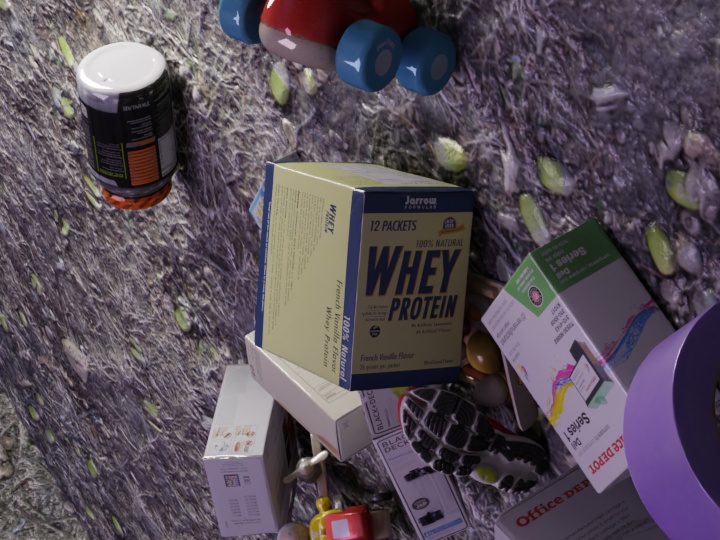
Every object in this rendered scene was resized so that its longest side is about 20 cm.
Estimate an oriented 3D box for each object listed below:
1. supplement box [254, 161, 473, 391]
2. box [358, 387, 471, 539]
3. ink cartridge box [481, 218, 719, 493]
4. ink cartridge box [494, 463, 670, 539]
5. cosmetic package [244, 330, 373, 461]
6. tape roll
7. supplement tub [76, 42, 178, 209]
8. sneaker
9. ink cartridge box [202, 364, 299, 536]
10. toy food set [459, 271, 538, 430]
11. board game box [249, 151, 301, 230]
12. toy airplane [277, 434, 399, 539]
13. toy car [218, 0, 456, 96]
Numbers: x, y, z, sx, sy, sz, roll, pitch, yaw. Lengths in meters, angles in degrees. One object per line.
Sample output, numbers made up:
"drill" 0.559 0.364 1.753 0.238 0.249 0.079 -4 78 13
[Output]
"supplement box" 0.000 0.000 1.700 0.199 0.133 0.202 19 108 56
"box" 0.056 0.194 1.820 0.117 0.060 0.201 -107 -6 -48
"ink cartridge box" 0.213 0.079 1.495 0.201 0.083 0.145 56 153 15
"ink cartridge box" 0.241 0.285 1.559 0.200 0.146 0.087 39 147 42
"cosmetic package" -0.044 0.132 2.009 0.200 0.105 0.072 41 148 42
"tape roll" 0.301 0.120 1.233 0.201 0.199 0.085 59 153 9
"supplement tub" -0.304 -0.187 2.187 0.122 0.122 0.201 42 146 37
"sneaker" 0.102 0.173 1.712 0.199 0.077 0.085 33 179 -34
"ink cartridge box" -0.140 0.252 2.202 0.201 0.083 0.177 -81 -16 -57
"toy food set" 0.102 0.076 1.730 0.199 0.060 0.145 20 131 55
"board game box" -0.056 -0.024 1.968 0.201 0.034 0.135 59 154 11
"toy airplane" -0.044 0.339 2.151 0.200 0.140 0.201 -121 31 -51
"toy car" -0.003 -0.286 1.544 0.183 0.176 0.202 26 108 34
